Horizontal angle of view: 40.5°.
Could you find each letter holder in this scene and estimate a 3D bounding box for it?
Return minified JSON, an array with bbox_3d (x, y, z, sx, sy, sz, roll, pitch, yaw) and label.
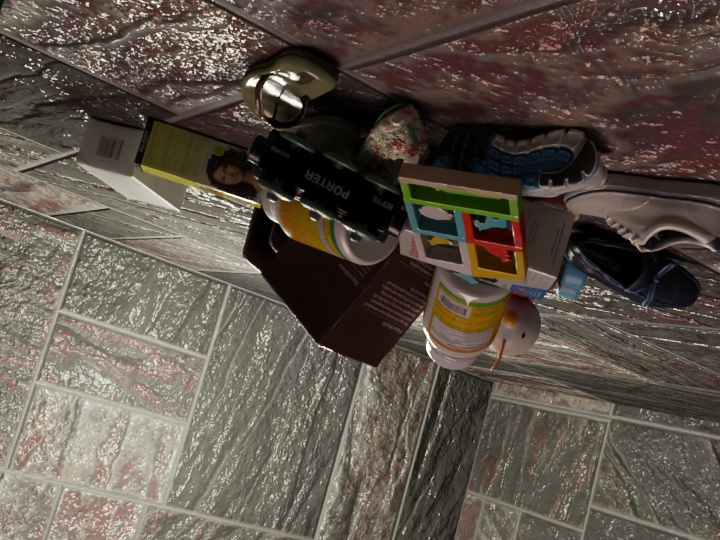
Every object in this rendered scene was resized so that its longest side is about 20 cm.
[{"bbox_3d":[-0.099,-0.048,1.657,0.099,0.145,0.200,12,170,28],"label":"letter holder"}]

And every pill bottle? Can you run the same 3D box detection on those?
[{"bbox_3d":[-0.043,-0.084,1.286,0.112,0.115,0.198,24,178,-42],"label":"pill bottle"},{"bbox_3d":[0.146,0.050,1.363,0.109,0.112,0.202,16,142,5],"label":"pill bottle"}]

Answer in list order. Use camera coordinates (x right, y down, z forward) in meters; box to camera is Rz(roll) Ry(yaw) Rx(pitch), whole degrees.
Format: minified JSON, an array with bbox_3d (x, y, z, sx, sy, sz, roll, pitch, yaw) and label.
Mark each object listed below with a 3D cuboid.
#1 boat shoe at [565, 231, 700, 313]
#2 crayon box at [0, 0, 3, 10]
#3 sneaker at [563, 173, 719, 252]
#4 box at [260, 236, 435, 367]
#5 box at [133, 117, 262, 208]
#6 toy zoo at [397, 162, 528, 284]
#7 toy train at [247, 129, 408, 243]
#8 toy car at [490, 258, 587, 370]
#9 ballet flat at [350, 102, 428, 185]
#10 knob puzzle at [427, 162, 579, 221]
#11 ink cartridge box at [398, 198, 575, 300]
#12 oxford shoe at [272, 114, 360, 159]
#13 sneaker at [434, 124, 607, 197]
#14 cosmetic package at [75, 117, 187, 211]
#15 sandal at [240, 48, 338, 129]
[{"bbox_3d":[0.367,0.008,1.313,0.196,0.086,0.069,15,-177,-4],"label":"boat shoe"},{"bbox_3d":[-0.368,-0.263,0.748,0.196,0.176,0.058,16,175,-3],"label":"crayon box"},{"bbox_3d":[0.304,-0.060,1.062,0.198,0.072,0.072,8,168,45],"label":"sneaker"},{"bbox_3d":[0.000,0.000,1.409,0.164,0.201,0.165,46,-171,33],"label":"box"},{"bbox_3d":[-0.233,-0.159,1.460,0.196,0.077,0.050,16,173,-3],"label":"box"},{"bbox_3d":[0.118,-0.043,1.075,0.129,0.021,0.201,11,152,19],"label":"toy zoo"},{"bbox_3d":[-0.037,-0.096,1.113,0.197,0.086,0.114,26,-178,-3],"label":"toy train"},{"bbox_3d":[0.231,0.052,1.461,0.181,0.204,0.177,14,171,10],"label":"toy car"},{"bbox_3d":[0.033,-0.130,1.113,0.065,0.075,0.200,59,171,2],"label":"ballet flat"},{"bbox_3d":[0.188,-0.092,1.219,0.215,0.031,0.220,16,171,3],"label":"knob puzzle"},{"bbox_3d":[0.150,-0.043,1.206,0.196,0.085,0.145,18,170,6],"label":"ink cartridge box"},{"bbox_3d":[-0.065,-0.154,1.229,0.074,0.059,0.199,17,175,-28],"label":"oxford shoe"},{"bbox_3d":[0.171,-0.106,1.042,0.197,0.077,0.086,10,175,37],"label":"sneaker"},{"bbox_3d":[-0.371,-0.172,1.622,0.111,0.083,0.200,15,172,13],"label":"cosmetic package"},{"bbox_3d":[-0.086,-0.188,1.058,0.079,0.058,0.200,20,171,-18],"label":"sandal"}]
